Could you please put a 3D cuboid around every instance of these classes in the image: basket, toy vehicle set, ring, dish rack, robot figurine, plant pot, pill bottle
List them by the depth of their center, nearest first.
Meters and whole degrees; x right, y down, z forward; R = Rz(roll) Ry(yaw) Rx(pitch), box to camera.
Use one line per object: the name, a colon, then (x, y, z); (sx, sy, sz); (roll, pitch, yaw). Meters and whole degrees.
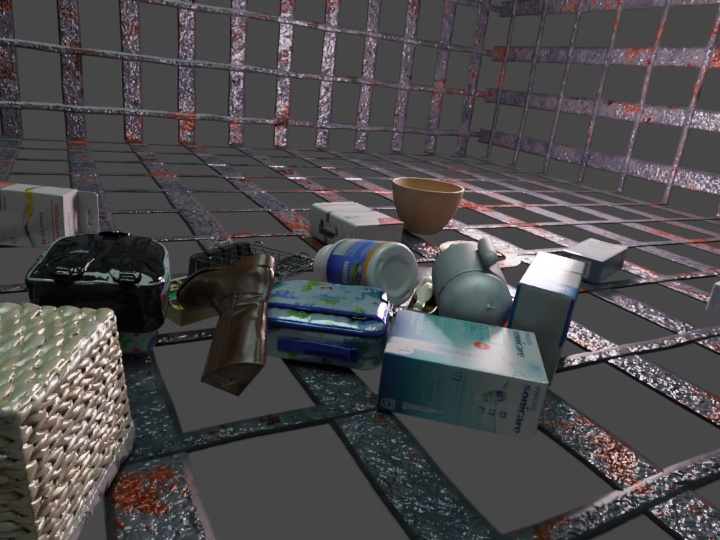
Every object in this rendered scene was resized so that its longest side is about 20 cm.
basket: (-0.324, 0.131, 0.466); (0.197, 0.162, 0.200); (4, 18, -3)
robot figurine: (0.173, 0.031, 0.864); (0.112, 0.170, 0.200); (11, 29, -6)
toy vehicle set: (-0.260, 0.038, 0.947); (0.124, 0.027, 0.200); (20, 24, 35)
dish rack: (-0.187, -0.005, 0.953); (0.199, 0.055, 0.153); (12, 21, 29)
pill bottle: (0.000, 0.000, 0.988); (0.112, 0.113, 0.200); (-9, 10, -36)
ring: (0.293, -0.035, 1.347); (0.199, 0.019, 0.201); (7, 20, -2)
plant pot: (0.182, -0.176, 1.534); (0.199, 0.135, 0.200); (5, 19, -2)

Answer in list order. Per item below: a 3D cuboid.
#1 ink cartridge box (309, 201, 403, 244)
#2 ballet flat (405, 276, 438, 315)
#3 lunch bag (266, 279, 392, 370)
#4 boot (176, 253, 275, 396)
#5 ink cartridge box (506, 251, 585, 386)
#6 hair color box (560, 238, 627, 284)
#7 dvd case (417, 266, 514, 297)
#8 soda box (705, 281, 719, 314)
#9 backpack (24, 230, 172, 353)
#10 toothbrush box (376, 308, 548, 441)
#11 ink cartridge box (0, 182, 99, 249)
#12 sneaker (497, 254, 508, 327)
ink cartridge box: (-0.015, -0.103, 1.342); (0.146, 0.083, 0.200); (-7, 24, -35)
ballet flat: (0.114, 0.054, 0.949); (0.068, 0.076, 0.200); (12, 20, 13)
lunch bag: (-0.052, 0.078, 0.824); (0.199, 0.083, 0.161); (7, 22, 6)
boot: (-0.199, 0.084, 0.749); (0.186, 0.064, 0.201); (-23, 47, 25)
ink cartridge box: (0.290, 0.067, 0.860); (0.084, 0.145, 0.200); (16, 22, 21)
hair color box: (0.576, -0.026, 1.348); (0.099, 0.061, 0.200); (22, 25, 36)
dvd case: (0.207, 0.025, 1.150); (0.199, 0.016, 0.149); (4, 19, -6)
soda box: (0.833, 0.083, 1.114); (0.068, 0.064, 0.200); (-10, 26, -39)
backpack: (-0.358, 0.023, 0.771); (0.177, 0.151, 0.200); (2, 27, -19)
toothbrush box: (0.132, 0.131, 0.723); (0.199, 0.086, 0.146); (11, 19, 9)
ink cartridge box: (-0.644, -0.108, 1.106); (0.199, 0.117, 0.068); (4, 18, -4)
sneaker: (0.216, 0.034, 0.968); (0.078, 0.116, 0.200); (2, 23, -13)
